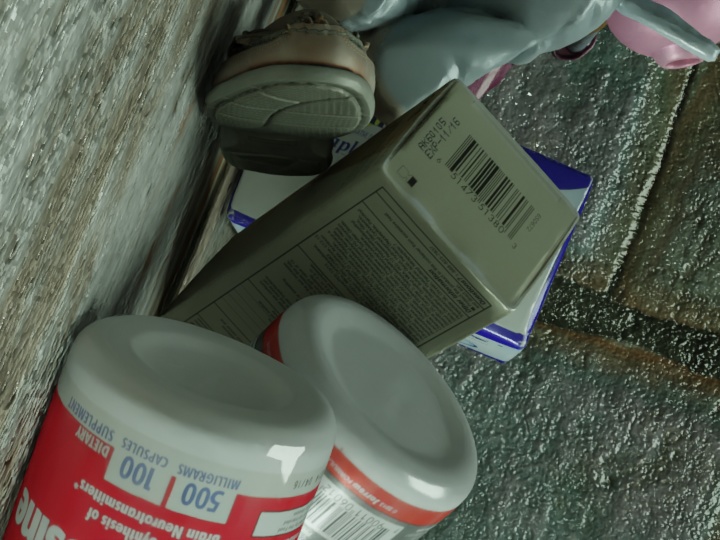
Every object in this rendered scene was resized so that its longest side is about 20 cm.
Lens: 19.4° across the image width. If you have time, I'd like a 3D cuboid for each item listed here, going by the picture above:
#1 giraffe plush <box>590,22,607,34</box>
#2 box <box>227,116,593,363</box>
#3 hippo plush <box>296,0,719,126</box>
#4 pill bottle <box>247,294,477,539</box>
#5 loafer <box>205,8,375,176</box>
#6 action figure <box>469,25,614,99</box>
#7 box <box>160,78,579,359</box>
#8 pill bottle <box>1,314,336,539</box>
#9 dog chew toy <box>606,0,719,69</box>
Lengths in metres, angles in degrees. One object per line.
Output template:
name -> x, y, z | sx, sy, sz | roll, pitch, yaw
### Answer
giraffe plush -> 0.070, -0.213, 1.297 | 0.162, 0.172, 0.200 | 138, -64, -68
box -> 0.027, -0.032, 1.233 | 0.200, 0.184, 0.105 | 81, 33, -84
hippo plush -> 0.049, -0.169, 1.064 | 0.161, 0.200, 0.160 | -135, -149, -72
pill bottle -> -0.053, 0.113, 0.960 | 0.200, 0.116, 0.116 | -42, -172, 22
loafer -> -0.033, -0.089, 0.948 | 0.200, 0.072, 0.063 | 132, -36, -79
action figure -> 0.094, -0.157, 1.428 | 0.200, 0.134, 0.149 | -29, 159, -29
box -> 0.000, 0.000, 1.020 | 0.200, 0.095, 0.078 | -30, -164, 48
pill bottle -> -0.093, 0.129, 0.855 | 0.112, 0.112, 0.200 | -58, 169, -76
dog chew toy -> 0.164, -0.212, 1.174 | 0.125, 0.124, 0.200 | 93, -10, -82
